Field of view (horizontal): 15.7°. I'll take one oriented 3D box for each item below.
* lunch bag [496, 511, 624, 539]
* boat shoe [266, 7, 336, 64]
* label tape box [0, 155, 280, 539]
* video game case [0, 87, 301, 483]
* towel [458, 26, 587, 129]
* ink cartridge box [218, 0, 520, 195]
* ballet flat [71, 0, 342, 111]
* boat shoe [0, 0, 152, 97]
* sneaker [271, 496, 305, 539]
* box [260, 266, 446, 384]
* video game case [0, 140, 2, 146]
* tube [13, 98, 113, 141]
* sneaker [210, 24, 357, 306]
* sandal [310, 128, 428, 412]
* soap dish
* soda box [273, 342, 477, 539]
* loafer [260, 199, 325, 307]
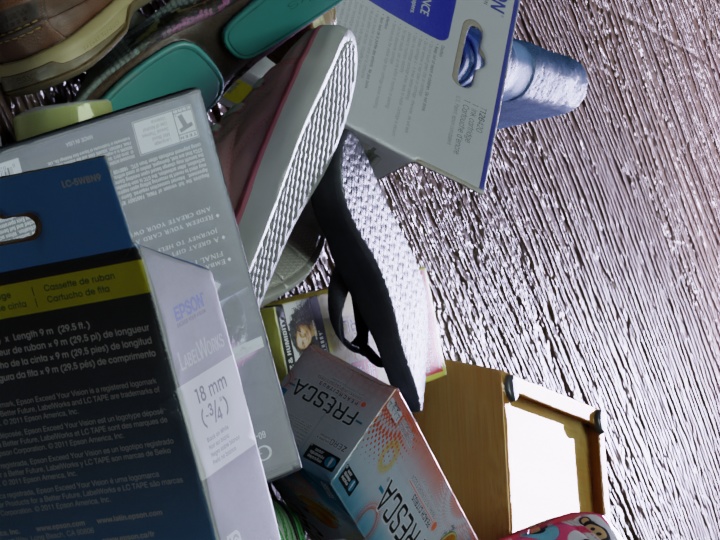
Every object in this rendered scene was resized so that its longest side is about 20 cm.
[{"bbox_3d":[0.078,0.238,1.557,0.082,0.177,0.200,45,31,23],"label":"lunch bag"},{"bbox_3d":[-0.057,-0.205,1.460,0.062,0.073,0.201,-14,71,-36],"label":"boat shoe"},{"bbox_3d":[-0.131,0.049,1.183,0.063,0.144,0.201,-31,109,-61],"label":"label tape box"},{"bbox_3d":[-0.116,0.026,1.276,0.142,0.019,0.201,-20,101,-28],"label":"video game case"},{"bbox_3d":[0.062,-0.126,1.686,0.200,0.111,0.049,5,76,-61],"label":"towel"},{"bbox_3d":[-0.006,-0.152,1.540,0.199,0.047,0.198,29,48,-19],"label":"ink cartridge box"},{"bbox_3d":[-0.087,-0.128,1.382,0.071,0.200,0.069,52,0,38],"label":"ballet flat"},{"bbox_3d":[-0.142,-0.162,1.352,0.068,0.072,0.200,64,29,-21],"label":"boat shoe"},{"bbox_3d":[-0.039,0.216,1.413,0.085,0.078,0.201,0,80,-63],"label":"sneaker"},{"bbox_3d":[-0.017,0.047,1.542,0.200,0.050,0.076,-12,92,-63],"label":"box"},{"bbox_3d":[-0.204,-0.004,1.238,0.143,0.017,0.201,-23,102,-62],"label":"video game case"},{"bbox_3d":[-0.130,0.016,1.303,0.052,0.058,0.201,-6,87,-84],"label":"tube"},{"bbox_3d":[-0.080,-0.051,1.366,0.075,0.104,0.201,60,53,-70],"label":"sneaker"},{"bbox_3d":[0.000,-0.001,1.480,0.076,0.043,0.201,-80,156,-46],"label":"sandal"},{"bbox_3d":[0.098,0.145,1.695,0.200,0.081,0.158,24,60,-59],"label":"soap dish"},{"bbox_3d":[0.003,0.125,1.473,0.069,0.063,0.200,-54,149,-18],"label":"soda box"},{"bbox_3d":[-0.057,-0.023,1.481,0.072,0.063,0.200,38,40,-3],"label":"loafer"}]
